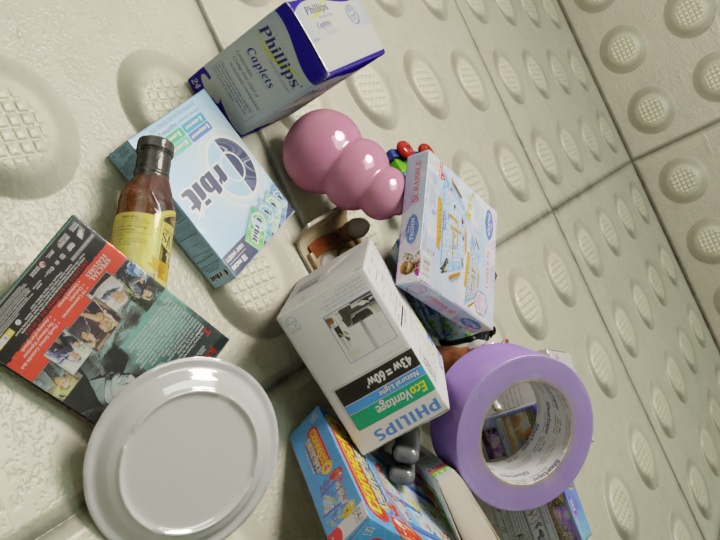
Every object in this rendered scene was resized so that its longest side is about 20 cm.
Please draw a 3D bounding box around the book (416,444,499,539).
[{"bbox_3d":[0.116,0.306,0.956,0.134,0.048,0.200,64,-9,-1],"label":"book"}]

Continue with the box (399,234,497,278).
[{"bbox_3d":[0.166,-0.026,1.325,0.201,0.044,0.160,56,37,-13],"label":"box"}]

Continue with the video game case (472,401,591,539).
[{"bbox_3d":[0.221,0.313,1.074,0.045,0.180,0.202,-5,74,-53],"label":"video game case"}]

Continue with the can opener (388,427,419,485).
[{"bbox_3d":[0.048,0.226,0.952,0.200,0.066,0.053,-82,-178,-85],"label":"can opener"}]

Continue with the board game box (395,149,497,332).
[{"bbox_3d":[0.130,-0.037,1.042,0.199,0.041,0.202,32,56,-43],"label":"board game box"}]

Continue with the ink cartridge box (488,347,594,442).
[{"bbox_3d":[0.247,0.224,1.145,0.085,0.199,0.149,14,59,-49],"label":"ink cartridge box"}]

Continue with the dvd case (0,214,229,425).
[{"bbox_3d":[-0.242,0.066,0.696,0.200,0.022,0.147,43,73,-27],"label":"dvd case"}]

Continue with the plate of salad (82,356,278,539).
[{"bbox_3d":[-0.173,0.183,0.715,0.199,0.048,0.202,-5,98,-33],"label":"plate of salad"}]

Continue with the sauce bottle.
[{"bbox_3d":[-0.230,-0.046,0.771,0.066,0.066,0.202,20,68,-45],"label":"sauce bottle"}]

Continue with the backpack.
[{"bbox_3d":[0.132,0.015,1.170,0.163,0.152,0.202,-71,152,-68],"label":"backpack"}]

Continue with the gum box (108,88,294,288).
[{"bbox_3d":[-0.189,-0.106,0.908,0.201,0.044,0.170,55,36,-16],"label":"gum box"}]

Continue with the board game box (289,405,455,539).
[{"bbox_3d":[0.023,0.279,0.856,0.196,0.056,0.200,40,6,-32],"label":"board game box"}]

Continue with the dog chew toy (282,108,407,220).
[{"bbox_3d":[-0.016,-0.144,1.045,0.199,0.125,0.124,36,33,13],"label":"dog chew toy"}]

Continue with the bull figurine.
[{"bbox_3d":[0.147,0.155,1.069,0.065,0.199,0.123,-24,106,-43],"label":"bull figurine"}]

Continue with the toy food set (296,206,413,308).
[{"bbox_3d":[0.000,0.000,1.078,0.201,0.060,0.143,61,35,-6],"label":"toy food set"}]

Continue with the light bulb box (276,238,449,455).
[{"bbox_3d":[0.009,0.088,0.924,0.201,0.124,0.198,59,9,-9],"label":"light bulb box"}]

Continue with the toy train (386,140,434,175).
[{"bbox_3d":[0.115,-0.156,1.283,0.199,0.085,0.116,-7,63,-54],"label":"toy train"}]

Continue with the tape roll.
[{"bbox_3d":[0.196,0.200,0.943,0.198,0.085,0.202,-2,95,-19],"label":"tape roll"}]

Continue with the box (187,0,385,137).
[{"bbox_3d":[-0.098,-0.283,0.997,0.105,0.199,0.184,59,35,-10],"label":"box"}]
